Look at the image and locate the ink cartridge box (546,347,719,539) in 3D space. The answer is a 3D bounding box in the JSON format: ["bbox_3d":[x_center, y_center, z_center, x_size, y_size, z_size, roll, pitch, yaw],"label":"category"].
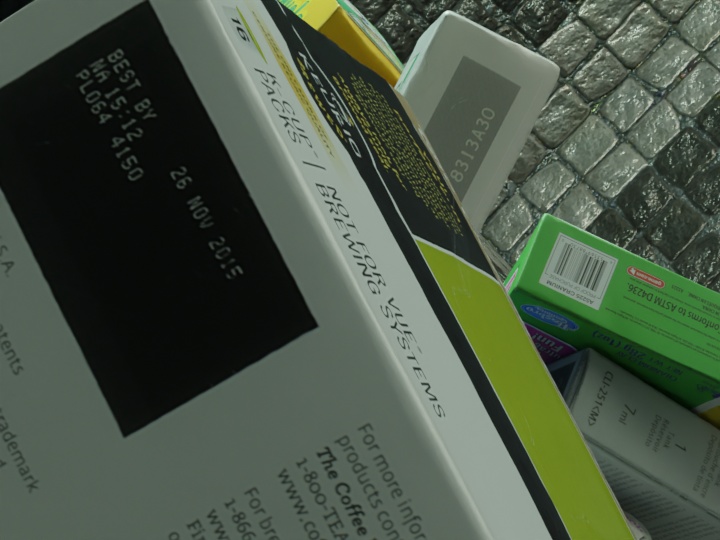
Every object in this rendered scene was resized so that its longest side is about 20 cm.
[{"bbox_3d":[0.117,0.116,1.145,0.173,0.044,0.200,32,-26,-16],"label":"ink cartridge box"}]

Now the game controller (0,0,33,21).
[{"bbox_3d":[-0.172,-0.106,1.092,0.042,0.105,0.200,-1,26,-19],"label":"game controller"}]

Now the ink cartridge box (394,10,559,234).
[{"bbox_3d":[0.000,0.000,0.869,0.050,0.161,0.200,27,-4,-6],"label":"ink cartridge box"}]

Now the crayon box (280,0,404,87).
[{"bbox_3d":[-0.060,-0.048,1.072,0.058,0.173,0.200,43,6,-13],"label":"crayon box"}]

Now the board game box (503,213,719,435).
[{"bbox_3d":[0.121,0.060,1.131,0.153,0.040,0.200,25,-25,0],"label":"board game box"}]

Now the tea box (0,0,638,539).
[{"bbox_3d":[-0.022,0.060,0.530,0.200,0.133,0.197,63,11,12],"label":"tea box"}]

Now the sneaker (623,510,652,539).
[{"bbox_3d":[0.073,0.136,1.030,0.075,0.100,0.200,27,-4,21],"label":"sneaker"}]
